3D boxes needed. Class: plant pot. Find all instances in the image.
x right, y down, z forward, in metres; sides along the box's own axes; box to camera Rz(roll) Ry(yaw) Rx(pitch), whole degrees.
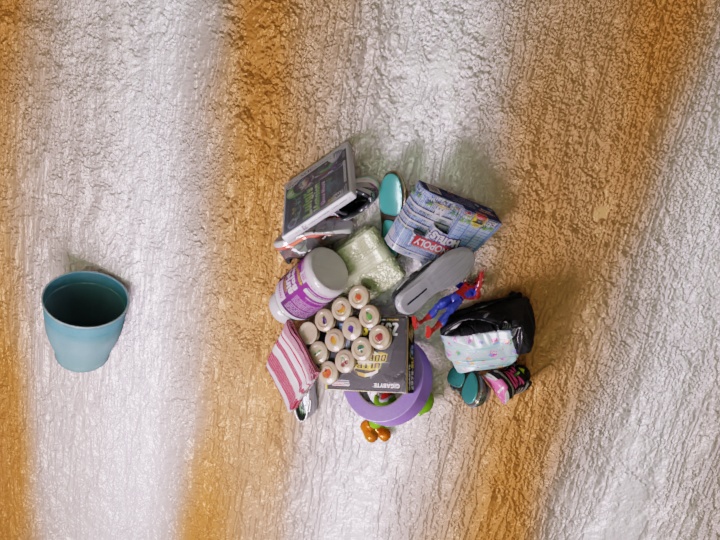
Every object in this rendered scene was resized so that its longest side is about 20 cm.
[{"bbox_3d":[-0.679,0.139,1.613,0.197,0.201,0.191,24,125,5],"label":"plant pot"}]

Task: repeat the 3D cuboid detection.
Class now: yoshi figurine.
[{"bbox_3d":[0.097,0.327,1.521,0.111,0.113,0.201,33,109,-15],"label":"yoshi figurine"}]

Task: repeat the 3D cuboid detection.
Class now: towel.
[{"bbox_3d":[0.000,0.000,1.452,0.199,0.036,0.150,-33,94,39],"label":"towel"},{"bbox_3d":[-0.164,0.226,1.510,0.145,0.022,0.201,58,142,23],"label":"towel"}]

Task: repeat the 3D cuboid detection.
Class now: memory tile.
[{"bbox_3d":[-0.037,0.139,1.421,0.199,0.017,0.155,-36,68,20],"label":"memory tile"}]

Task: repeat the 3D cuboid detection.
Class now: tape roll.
[{"bbox_3d":[0.059,0.240,1.464,0.196,0.066,0.205,-10,67,24],"label":"tape roll"}]

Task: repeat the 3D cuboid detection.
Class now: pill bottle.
[{"bbox_3d":[-0.123,0.042,1.463,0.113,0.112,0.199,49,132,-3],"label":"pill bottle"}]

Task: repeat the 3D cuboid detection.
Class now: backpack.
[{"bbox_3d":[0.268,0.138,1.397,0.196,0.167,0.129,-15,102,25],"label":"backpack"}]

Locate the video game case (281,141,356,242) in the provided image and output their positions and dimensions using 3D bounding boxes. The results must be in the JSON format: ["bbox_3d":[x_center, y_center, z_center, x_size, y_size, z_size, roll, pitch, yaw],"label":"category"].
[{"bbox_3d":[-0.089,-0.169,1.378,0.180,0.202,0.023,-31,126,20],"label":"video game case"}]

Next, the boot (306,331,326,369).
[{"bbox_3d":[-0.045,0.146,1.520,0.200,0.073,0.090,-47,73,10],"label":"boot"}]

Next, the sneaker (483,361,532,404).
[{"bbox_3d":[0.321,0.232,1.401,0.087,0.200,0.074,-39,70,5],"label":"sneaker"}]

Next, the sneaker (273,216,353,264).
[{"bbox_3d":[-0.097,-0.063,1.479,0.196,0.077,0.083,-12,117,24],"label":"sneaker"}]

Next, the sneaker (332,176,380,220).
[{"bbox_3d":[-0.059,-0.144,1.398,0.196,0.140,0.079,-15,108,17],"label":"sneaker"}]

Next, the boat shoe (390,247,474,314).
[{"bbox_3d":[0.143,0.010,1.347,0.198,0.071,0.073,-32,118,-12],"label":"boat shoe"}]

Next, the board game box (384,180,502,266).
[{"bbox_3d":[0.161,-0.062,1.378,0.196,0.062,0.202,16,120,-25],"label":"board game box"}]

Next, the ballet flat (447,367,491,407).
[{"bbox_3d":[0.248,0.253,1.418,0.072,0.200,0.076,-1,98,-7],"label":"ballet flat"}]

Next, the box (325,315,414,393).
[{"bbox_3d":[0.020,0.182,1.423,0.196,0.049,0.164,-2,81,26],"label":"box"}]

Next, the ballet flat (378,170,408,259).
[{"bbox_3d":[0.076,-0.123,1.411,0.069,0.071,0.204,5,115,12],"label":"ballet flat"}]

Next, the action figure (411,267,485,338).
[{"bbox_3d":[0.196,0.047,1.376,0.065,0.198,0.101,33,142,35],"label":"action figure"}]

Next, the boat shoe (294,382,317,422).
[{"bbox_3d":[-0.142,0.265,1.575,0.072,0.067,0.205,-10,103,15],"label":"boat shoe"}]
